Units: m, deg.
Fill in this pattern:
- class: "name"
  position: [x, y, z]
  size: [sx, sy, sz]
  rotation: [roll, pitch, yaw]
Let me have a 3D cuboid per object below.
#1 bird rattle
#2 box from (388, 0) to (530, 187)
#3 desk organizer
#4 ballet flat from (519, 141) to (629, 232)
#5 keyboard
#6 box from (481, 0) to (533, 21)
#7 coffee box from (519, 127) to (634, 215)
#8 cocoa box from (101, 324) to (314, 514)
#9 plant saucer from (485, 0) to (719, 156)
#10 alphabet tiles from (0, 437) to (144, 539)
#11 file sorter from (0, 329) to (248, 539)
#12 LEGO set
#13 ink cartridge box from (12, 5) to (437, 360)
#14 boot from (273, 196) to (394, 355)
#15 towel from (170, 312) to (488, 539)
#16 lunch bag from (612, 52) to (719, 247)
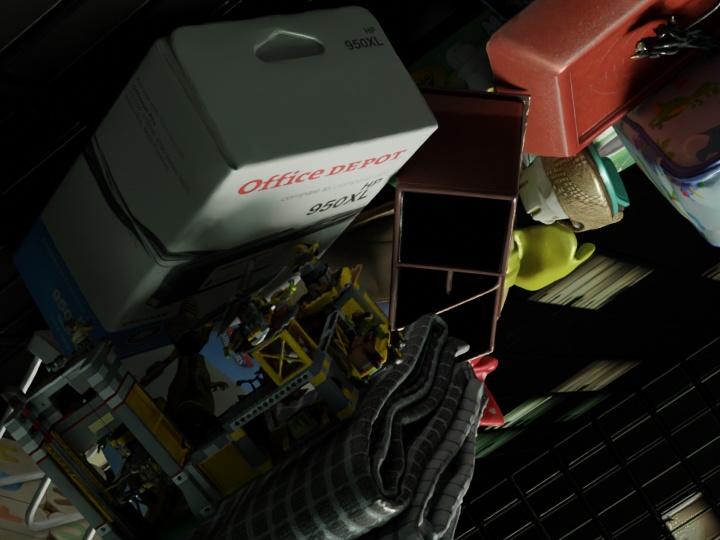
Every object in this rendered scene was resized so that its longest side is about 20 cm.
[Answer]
- class: "bird rattle"
  position: [0.074, 0.027, 1.247]
  size: [0.200, 0.113, 0.163]
  rotation: [-57, 154, -2]
- class: "box"
  position: [0.087, -0.121, 1.032]
  size: [0.200, 0.048, 0.117]
  rotation: [-38, 164, 11]
- class: "desk organizer"
  position: [0.053, -0.010, 0.975]
  size: [0.072, 0.077, 0.200]
  rotation: [6, 141, 3]
- class: "ballet flat"
  position: [0.144, -0.054, 1.141]
  size: [0.065, 0.071, 0.200]
  rotation: [-24, 168, 11]
- class: "keyboard"
  position: [0.219, -0.162, 0.930]
  size: [0.127, 0.021, 0.200]
  rotation: [-48, 161, 28]
- class: "box"
  position: [0.145, -0.209, 0.888]
  size: [0.200, 0.032, 0.121]
  rotation: [-37, 164, 13]
- class: "coffee box"
  position: [0.168, -0.108, 1.239]
  size: [0.123, 0.044, 0.200]
  rotation: [-32, 165, 0]
- class: "cocoa box"
  position: [-0.088, 0.146, 1.239]
  size: [0.131, 0.200, 0.133]
  rotation: [-17, 160, -43]
- class: "plant saucer"
  position: [0.168, -0.147, 0.961]
  size: [0.200, 0.037, 0.200]
  rotation: [-38, 165, -1]
- class: "alphabet tiles"
  position: [-0.209, 0.173, 1.106]
  size: [0.195, 0.200, 0.015]
  rotation: [20, 109, -21]
- class: "file sorter"
  position: [-0.128, 0.142, 1.085]
  size: [0.139, 0.200, 0.125]
  rotation: [-3, 126, -62]
- class: "LEGO set"
  position: [-0.088, 0.046, 0.845]
  size: [0.200, 0.116, 0.154]
  rotation: [-33, -166, 24]
- class: "ink cartridge box"
  position: [-0.075, -0.042, 0.883]
  size: [0.145, 0.084, 0.200]
  rotation: [-17, 159, -41]
- class: "boot"
  position: [0.000, 0.000, 1.113]
  size: [0.075, 0.097, 0.200]
  rotation: [-3, -178, 40]
- class: "towel"
  position: [-0.021, 0.113, 0.878]
  size: [0.166, 0.086, 0.200]
  rotation: [-35, -168, 24]
- class: "lunch bag"
  position: [0.245, -0.112, 1.048]
  size: [0.161, 0.082, 0.200]
  rotation: [-34, -154, 6]
